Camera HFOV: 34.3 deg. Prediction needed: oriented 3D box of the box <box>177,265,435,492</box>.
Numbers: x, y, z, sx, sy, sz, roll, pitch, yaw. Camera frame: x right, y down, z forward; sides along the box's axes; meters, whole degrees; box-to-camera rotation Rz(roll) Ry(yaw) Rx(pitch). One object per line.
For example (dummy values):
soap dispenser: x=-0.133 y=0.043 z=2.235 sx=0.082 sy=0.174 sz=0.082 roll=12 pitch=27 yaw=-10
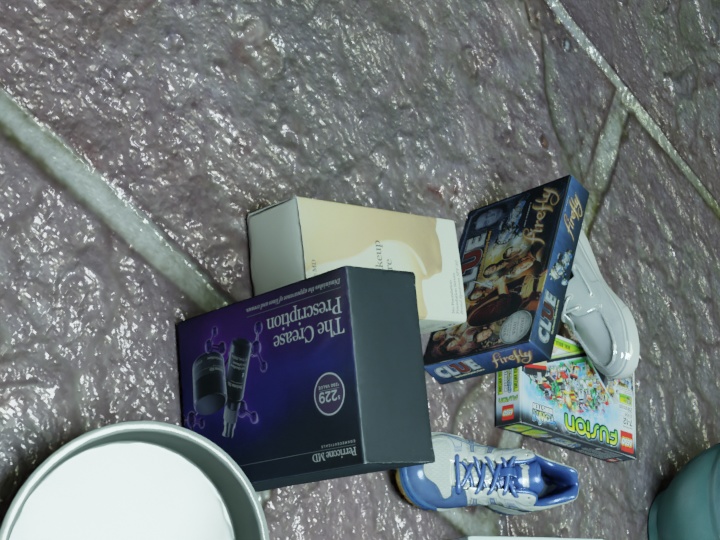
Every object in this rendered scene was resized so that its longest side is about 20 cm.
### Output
box: x=-0.047 y=0.088 z=0.880 sx=0.079 sy=0.200 sz=0.141 roll=4 pitch=73 yaw=-45

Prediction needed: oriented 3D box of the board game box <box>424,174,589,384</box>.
board game box: x=0.143 y=0.009 z=1.142 sx=0.035 sy=0.135 sz=0.200 roll=40 pitch=51 yaw=-28

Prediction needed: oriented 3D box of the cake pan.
cake pan: x=-0.160 y=0.206 z=0.816 sx=0.200 sy=0.037 sz=0.201 roll=5 pitch=80 yaw=-30

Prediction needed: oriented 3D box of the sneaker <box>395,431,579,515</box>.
sneaker: x=0.123 y=0.188 z=1.096 sx=0.200 sy=0.088 sz=0.075 roll=12 pitch=70 yaw=-40

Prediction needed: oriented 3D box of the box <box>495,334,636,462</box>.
box: x=0.222 y=0.132 z=1.249 sx=0.200 sy=0.035 sz=0.110 roll=21 pitch=63 yaw=-39

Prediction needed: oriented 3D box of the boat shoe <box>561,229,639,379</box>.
boat shoe: x=0.229 y=0.027 z=1.241 sx=0.068 sy=0.072 sz=0.200 roll=3 pitch=57 yaw=-32

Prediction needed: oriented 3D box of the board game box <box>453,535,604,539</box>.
board game box: x=0.155 y=0.346 z=1.058 sx=0.147 sy=0.064 sz=0.200 roll=7 pitch=68 yaw=-20

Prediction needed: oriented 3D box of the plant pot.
plant pot: x=0.409 y=0.291 z=1.304 sx=0.200 sy=0.134 sz=0.201 roll=18 pitch=60 yaw=-35

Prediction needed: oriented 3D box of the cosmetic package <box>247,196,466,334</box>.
cosmetic package: x=0.000 y=0.000 z=1.049 sx=0.200 sy=0.071 sz=0.105 roll=4 pitch=74 yaw=-44
